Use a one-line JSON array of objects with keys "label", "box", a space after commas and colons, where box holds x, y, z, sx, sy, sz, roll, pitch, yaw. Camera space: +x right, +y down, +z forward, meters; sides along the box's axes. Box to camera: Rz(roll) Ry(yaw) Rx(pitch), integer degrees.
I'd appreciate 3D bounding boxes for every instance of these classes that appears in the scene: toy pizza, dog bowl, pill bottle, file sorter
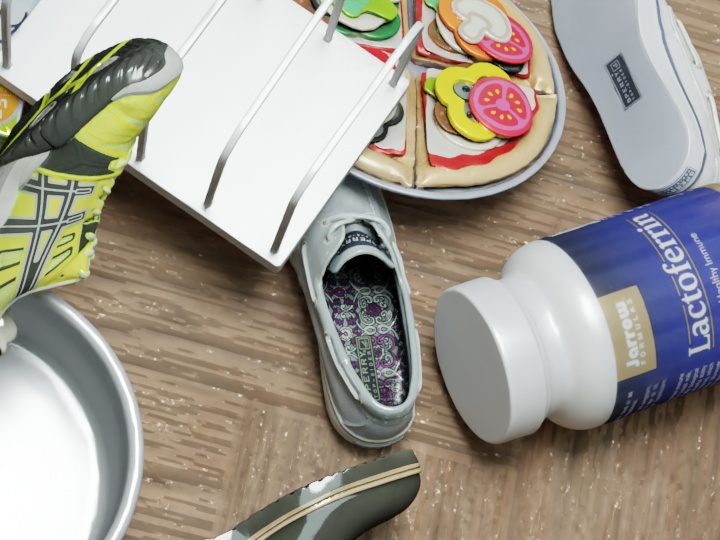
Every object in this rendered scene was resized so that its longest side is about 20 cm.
[{"label": "toy pizza", "box": [0.034, -0.128, 1.347, 0.200, 0.032, 0.200, 10, 52, -13]}, {"label": "dog bowl", "box": [-0.220, 0.103, 1.191, 0.200, 0.079, 0.200, 5, 69, -14]}, {"label": "pill bottle", "box": [0.151, 0.027, 1.306, 0.200, 0.116, 0.116, -18, 76, -21]}, {"label": "file sorter", "box": [-0.082, -0.123, 1.222, 0.200, 0.125, 0.139, 35, 73, 1]}]

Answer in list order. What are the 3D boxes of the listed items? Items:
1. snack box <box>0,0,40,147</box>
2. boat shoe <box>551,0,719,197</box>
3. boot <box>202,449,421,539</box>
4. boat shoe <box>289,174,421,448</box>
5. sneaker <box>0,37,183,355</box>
[{"label": "snack box", "box": [-0.251, -0.176, 1.300, 0.142, 0.053, 0.200, 14, 68, -10]}, {"label": "boat shoe", "box": [0.177, -0.130, 1.405, 0.065, 0.074, 0.200, 15, 54, -46]}, {"label": "boot", "box": [-0.032, 0.197, 1.221, 0.200, 0.077, 0.138, -28, 84, -10]}, {"label": "boat shoe", "box": [-0.001, 0.001, 1.295, 0.070, 0.072, 0.201, -7, 71, -18]}, {"label": "sneaker", "box": [-0.156, -0.039, 1.147, 0.076, 0.075, 0.200, 42, 108, -13]}]
